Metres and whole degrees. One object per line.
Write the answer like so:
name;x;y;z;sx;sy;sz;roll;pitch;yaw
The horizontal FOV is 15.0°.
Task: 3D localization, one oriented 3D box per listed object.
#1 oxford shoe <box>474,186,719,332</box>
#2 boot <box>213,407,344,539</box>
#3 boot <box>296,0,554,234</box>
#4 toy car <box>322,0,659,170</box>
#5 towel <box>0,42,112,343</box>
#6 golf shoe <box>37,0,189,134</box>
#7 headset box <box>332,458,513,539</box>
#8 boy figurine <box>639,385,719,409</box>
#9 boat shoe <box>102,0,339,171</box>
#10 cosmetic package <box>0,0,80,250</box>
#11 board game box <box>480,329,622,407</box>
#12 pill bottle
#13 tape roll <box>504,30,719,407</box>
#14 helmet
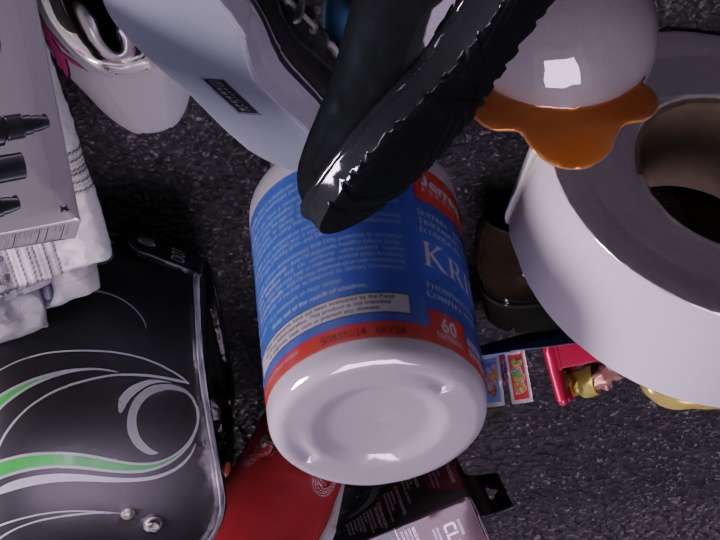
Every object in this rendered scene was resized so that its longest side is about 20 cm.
oxford shoe;0.160;-0.029;1.497;0.199;0.073;0.085;-15;124;-2
boot;-0.034;0.077;1.506;0.072;0.200;0.145;19;142;14
boot;-0.004;-0.138;1.192;0.198;0.162;0.073;-52;161;25
toy car;0.067;-0.127;1.259;0.176;0.200;0.185;-2;140;-6
towel;-0.225;-0.030;1.317;0.192;0.035;0.200;-23;130;-14
golf shoe;-0.126;-0.124;1.320;0.072;0.092;0.200;-13;142;5
headset box;-0.008;0.162;1.604;0.199;0.149;0.077;-22;112;-1
boy figurine;0.263;0.049;1.610;0.199;0.065;0.125;-10;141;5
boat shoe;-0.055;-0.120;1.281;0.073;0.068;0.199;5;156;33
cosmetic package;-0.186;-0.108;1.239;0.082;0.201;0.051;-11;172;-13
board game box;0.147;0.046;1.514;0.158;0.039;0.200;-13;-178;-34
pill bottle;0.000;0.000;1.402;0.112;0.200;0.112;-4;141;-4
tape roll;0.179;-0.029;1.397;0.202;0.203;0.071;4;140;-14
helmet;-0.168;0.077;1.478;0.190;0.200;0.200;-6;141;2
